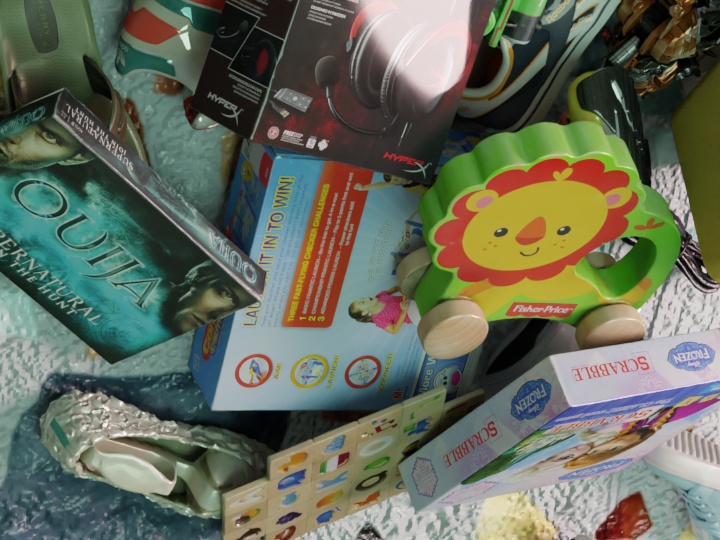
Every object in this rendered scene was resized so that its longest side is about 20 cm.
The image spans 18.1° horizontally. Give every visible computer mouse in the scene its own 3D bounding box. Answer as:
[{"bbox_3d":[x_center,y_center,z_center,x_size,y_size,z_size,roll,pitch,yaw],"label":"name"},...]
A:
[{"bbox_3d":[0.174,0.040,1.663,0.200,0.044,0.110,-46,125,2],"label":"computer mouse"}]

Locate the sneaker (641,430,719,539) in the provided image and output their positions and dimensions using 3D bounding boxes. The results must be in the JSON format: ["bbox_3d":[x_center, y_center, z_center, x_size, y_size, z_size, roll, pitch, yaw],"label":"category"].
[{"bbox_3d":[0.284,0.187,1.770,0.200,0.074,0.082,25,99,-31],"label":"sneaker"}]

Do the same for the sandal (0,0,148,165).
[{"bbox_3d":[-0.184,-0.103,1.416,0.080,0.057,0.201,-25,123,-12],"label":"sandal"}]

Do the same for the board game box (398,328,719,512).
[{"bbox_3d":[0.160,0.104,1.597,0.199,0.041,0.199,-7,159,-35],"label":"board game box"}]

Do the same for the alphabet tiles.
[{"bbox_3d":[-0.007,0.141,1.599,0.199,0.006,0.167,-22,156,-14],"label":"alphabet tiles"}]

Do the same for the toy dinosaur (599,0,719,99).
[{"bbox_3d":[0.217,-0.171,1.513,0.136,0.200,0.102,-36,97,-21],"label":"toy dinosaur"}]

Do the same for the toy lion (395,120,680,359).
[{"bbox_3d":[0.124,-0.023,1.469,0.199,0.069,0.192,3,140,-27],"label":"toy lion"}]

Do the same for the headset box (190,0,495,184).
[{"bbox_3d":[0.002,-0.168,1.373,0.148,0.075,0.201,12,102,-40],"label":"headset box"}]

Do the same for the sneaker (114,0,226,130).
[{"bbox_3d":[-0.068,-0.128,1.457,0.199,0.070,0.094,22,111,-31],"label":"sneaker"}]

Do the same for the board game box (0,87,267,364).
[{"bbox_3d":[-0.173,-0.024,1.437,0.135,0.028,0.200,-23,131,32],"label":"board game box"}]

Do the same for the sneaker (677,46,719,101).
[{"bbox_3d":[0.320,-0.144,1.621,0.200,0.074,0.116,-24,126,-11],"label":"sneaker"}]

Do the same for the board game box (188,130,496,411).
[{"bbox_3d":[0.000,0.000,1.543,0.195,0.056,0.201,2,120,-25],"label":"board game box"}]

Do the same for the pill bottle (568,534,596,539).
[{"bbox_3d":[0.114,0.295,1.721,0.200,0.114,0.115,-28,123,-10],"label":"pill bottle"}]

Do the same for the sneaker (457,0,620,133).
[{"bbox_3d":[0.119,-0.185,1.504,0.079,0.078,0.200,16,109,-36],"label":"sneaker"}]

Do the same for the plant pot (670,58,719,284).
[{"bbox_3d":[0.323,-0.063,1.507,0.176,0.201,0.200,-28,142,28],"label":"plant pot"}]

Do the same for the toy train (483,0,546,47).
[{"bbox_3d":[0.115,-0.227,1.415,0.056,0.042,0.200,14,119,-15],"label":"toy train"}]

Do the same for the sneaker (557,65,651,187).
[{"bbox_3d":[0.150,-0.073,1.537,0.090,0.078,0.200,-5,157,10],"label":"sneaker"}]

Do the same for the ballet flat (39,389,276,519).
[{"bbox_3d":[-0.131,0.140,1.560,0.200,0.072,0.072,19,106,-32],"label":"ballet flat"}]
